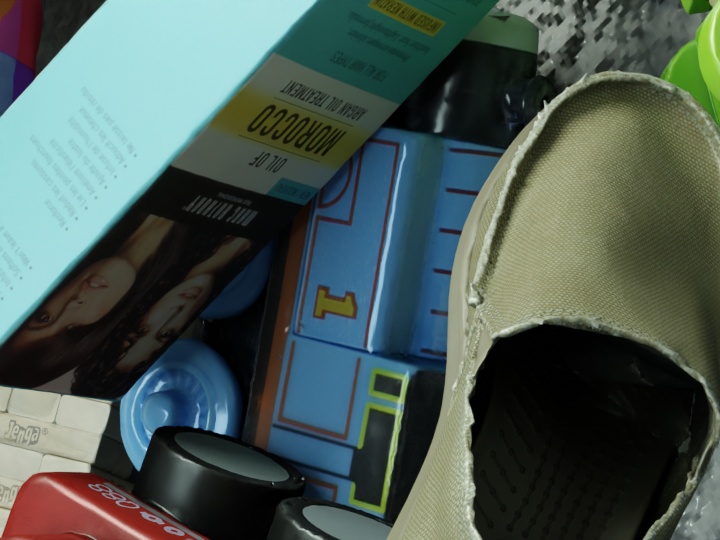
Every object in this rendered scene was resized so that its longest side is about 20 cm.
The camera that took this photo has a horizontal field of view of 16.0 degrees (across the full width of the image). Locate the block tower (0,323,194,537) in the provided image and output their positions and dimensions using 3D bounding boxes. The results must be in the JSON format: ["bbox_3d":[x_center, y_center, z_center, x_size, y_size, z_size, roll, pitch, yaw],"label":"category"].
[{"bbox_3d":[-0.102,0.063,0.841,0.058,0.054,0.200,11,80,16],"label":"block tower"}]

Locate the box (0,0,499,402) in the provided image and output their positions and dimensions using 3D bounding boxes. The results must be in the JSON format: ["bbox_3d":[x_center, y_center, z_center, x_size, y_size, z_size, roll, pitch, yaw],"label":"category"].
[{"bbox_3d":[-0.035,-0.051,0.700,0.200,0.082,0.049,-46,67,14],"label":"box"}]

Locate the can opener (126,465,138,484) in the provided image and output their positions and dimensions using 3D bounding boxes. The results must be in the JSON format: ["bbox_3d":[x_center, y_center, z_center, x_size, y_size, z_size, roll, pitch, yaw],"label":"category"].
[{"bbox_3d":[-0.123,0.035,0.918,0.066,0.053,0.200,-25,67,4],"label":"can opener"}]

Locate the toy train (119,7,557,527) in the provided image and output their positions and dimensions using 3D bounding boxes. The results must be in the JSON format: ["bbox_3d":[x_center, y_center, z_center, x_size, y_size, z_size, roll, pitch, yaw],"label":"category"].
[{"bbox_3d":[0.000,0.000,0.770,0.114,0.087,0.200,12,93,36],"label":"toy train"}]

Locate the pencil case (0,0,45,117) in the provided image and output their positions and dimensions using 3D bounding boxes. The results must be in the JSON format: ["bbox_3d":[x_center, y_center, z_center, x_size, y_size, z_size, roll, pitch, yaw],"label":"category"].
[{"bbox_3d":[-0.149,-0.092,0.898,0.088,0.088,0.200,-20,62,42],"label":"pencil case"}]

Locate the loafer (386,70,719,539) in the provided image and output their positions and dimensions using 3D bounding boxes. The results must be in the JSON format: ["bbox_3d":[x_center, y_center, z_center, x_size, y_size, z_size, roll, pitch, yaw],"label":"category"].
[{"bbox_3d":[0.057,0.025,0.604,0.067,0.076,0.200,-51,17,52],"label":"loafer"}]

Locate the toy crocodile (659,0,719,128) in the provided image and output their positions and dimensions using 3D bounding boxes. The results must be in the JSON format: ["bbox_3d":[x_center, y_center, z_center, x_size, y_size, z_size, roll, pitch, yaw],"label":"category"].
[{"bbox_3d":[0.105,-0.088,0.688,0.068,0.062,0.200,106,151,-72],"label":"toy crocodile"}]

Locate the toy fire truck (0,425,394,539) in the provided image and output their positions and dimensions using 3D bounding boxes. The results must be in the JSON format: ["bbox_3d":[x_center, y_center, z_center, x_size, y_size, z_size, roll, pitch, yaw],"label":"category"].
[{"bbox_3d":[-0.049,0.094,0.624,0.176,0.200,0.129,26,101,35],"label":"toy fire truck"}]
